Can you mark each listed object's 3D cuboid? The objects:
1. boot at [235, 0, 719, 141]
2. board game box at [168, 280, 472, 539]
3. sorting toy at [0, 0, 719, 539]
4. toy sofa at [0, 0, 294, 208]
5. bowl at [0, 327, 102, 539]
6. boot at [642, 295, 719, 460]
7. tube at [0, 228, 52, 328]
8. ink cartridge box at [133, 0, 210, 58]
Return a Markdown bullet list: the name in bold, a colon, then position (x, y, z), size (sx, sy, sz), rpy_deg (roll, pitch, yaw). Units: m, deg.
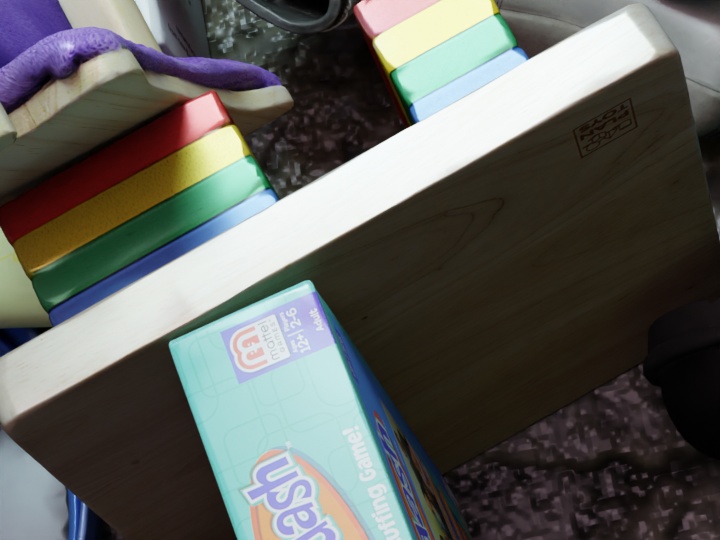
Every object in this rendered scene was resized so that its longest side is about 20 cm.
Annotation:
- **boot**: position (0.021, -0.088, 0.809), size (0.200, 0.131, 0.068), rpy_deg (30, 117, 26)
- **board game box**: position (0.015, 0.108, 0.700), size (0.045, 0.200, 0.152), rpy_deg (-23, 65, 3)
- **sorting toy**: position (0.000, 0.000, 0.746), size (0.200, 0.199, 0.070), rpy_deg (-30, 66, 0)
- **toy sofa**: position (-0.098, -0.062, 0.714), size (0.097, 0.200, 0.083), rpy_deg (-31, 85, 12)
- **bowl**: position (-0.181, 0.088, 0.841), size (0.200, 0.039, 0.201), rpy_deg (-4, 68, 11)
- **boot**: position (0.176, 0.093, 0.735), size (0.210, 0.079, 0.158), rpy_deg (8, 71, 15)
- **tube**: position (-0.169, -0.008, 0.830), size (0.199, 0.052, 0.058), rpy_deg (-6, 111, 4)
- **ink cartridge box**: position (-0.140, -0.132, 0.892), size (0.146, 0.083, 0.201), rpy_deg (-14, 66, 7)
